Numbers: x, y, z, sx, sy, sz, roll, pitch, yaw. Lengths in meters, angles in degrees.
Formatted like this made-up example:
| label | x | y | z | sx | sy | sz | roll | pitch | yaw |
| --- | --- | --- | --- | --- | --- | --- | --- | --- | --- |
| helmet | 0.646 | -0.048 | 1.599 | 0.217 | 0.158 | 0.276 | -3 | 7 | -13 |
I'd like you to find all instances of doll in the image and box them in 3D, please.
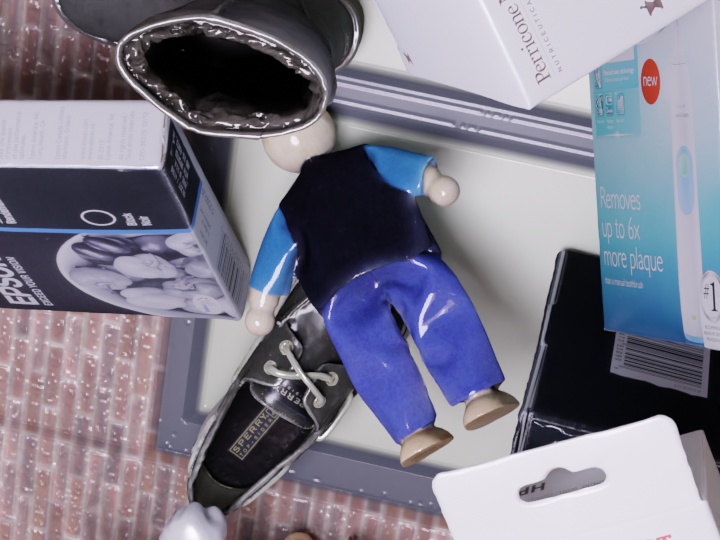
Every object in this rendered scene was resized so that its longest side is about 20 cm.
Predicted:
| label | x | y | z | sx | sy | sz | roll | pitch | yaw |
| --- | --- | --- | --- | --- | --- | --- | --- | --- | --- |
| doll | 0.000 | 0.000 | 1.140 | 0.136 | 0.048 | 0.200 | -30 | 77 | 15 |

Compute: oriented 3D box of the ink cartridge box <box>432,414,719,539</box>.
| label | x | y | z | sx | sy | sz | roll | pitch | yaw |
| --- | --- | --- | --- | --- | --- | --- | --- | --- | --- |
| ink cartridge box | 0.118 | 0.149 | 0.988 | 0.116 | 0.068 | 0.201 | -16 | 110 | 15 |

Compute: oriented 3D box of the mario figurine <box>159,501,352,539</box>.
| label | x | y | z | sx | sy | sz | roll | pitch | yaw |
| --- | --- | --- | --- | --- | --- | --- | --- | --- | --- |
| mario figurine | -0.074 | 0.180 | 1.243 | 0.199 | 0.123 | 0.106 | 0 | 88 | -15 |

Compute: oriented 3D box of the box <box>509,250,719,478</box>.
| label | x | y | z | sx | sy | sz | roll | pitch | yaw |
| --- | --- | --- | --- | --- | --- | --- | --- | --- | --- |
| box | 0.130 | 0.126 | 1.124 | 0.124 | 0.200 | 0.197 | 14 | 116 | 4 |

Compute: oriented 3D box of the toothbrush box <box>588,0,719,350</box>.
| label | x | y | z | sx | sy | sz | roll | pitch | yaw |
| --- | --- | --- | --- | --- | --- | --- | --- | --- | --- |
| toothbrush box | 0.172 | -0.069 | 1.022 | 0.085 | 0.146 | 0.201 | -4 | 94 | -16 |

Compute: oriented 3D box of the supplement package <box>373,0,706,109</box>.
| label | x | y | z | sx | sy | sz | roll | pitch | yaw |
| --- | --- | --- | --- | --- | --- | --- | --- | --- | --- |
| supplement package | 0.046 | -0.188 | 0.939 | 0.111 | 0.156 | 0.200 | -32 | 109 | -10 |

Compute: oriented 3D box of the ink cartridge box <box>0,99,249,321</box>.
| label | x | y | z | sx | sy | sz | roll | pitch | yaw |
| --- | --- | --- | --- | --- | --- | --- | --- | --- | --- |
| ink cartridge box | -0.174 | -0.030 | 1.144 | 0.199 | 0.044 | 0.198 | 3 | 158 | 11 |

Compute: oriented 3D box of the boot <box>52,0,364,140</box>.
| label | x | y | z | sx | sy | sz | roll | pitch | yaw |
| --- | --- | --- | --- | --- | --- | --- | --- | --- | --- |
| boot | -0.087 | -0.113 | 1.065 | 0.181 | 0.200 | 0.073 | 7 | 111 | 9 |

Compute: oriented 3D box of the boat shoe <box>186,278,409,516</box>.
| label | x | y | z | sx | sy | sz | roll | pitch | yaw |
| --- | --- | --- | --- | --- | --- | --- | --- | --- | --- |
| boat shoe | -0.030 | 0.059 | 1.204 | 0.071 | 0.064 | 0.200 | 33 | 116 | -3 |
